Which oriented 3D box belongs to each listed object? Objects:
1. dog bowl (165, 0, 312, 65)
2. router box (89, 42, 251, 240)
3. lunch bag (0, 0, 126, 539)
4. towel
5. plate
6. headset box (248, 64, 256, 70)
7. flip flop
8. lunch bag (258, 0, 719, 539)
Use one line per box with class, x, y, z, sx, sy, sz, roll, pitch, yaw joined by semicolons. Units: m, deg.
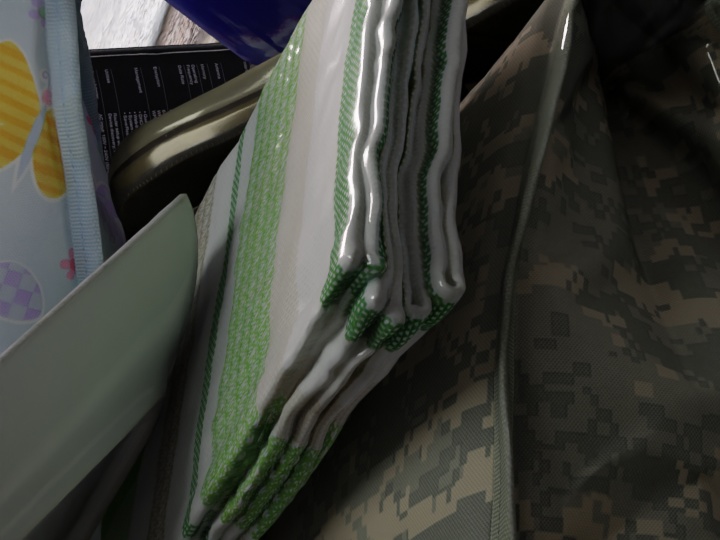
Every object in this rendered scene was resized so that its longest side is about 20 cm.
dog bowl;-0.002;-0.164;0.934;0.200;0.079;0.200;-45;19;20
router box;-0.113;-0.031;1.132;0.200;0.149;0.063;-25;74;61
lunch bag;-0.152;-0.003;0.878;0.127;0.168;0.201;-105;8;-59
towel;-0.022;0.011;0.745;0.200;0.031;0.150;122;162;-45
plate;-0.116;0.097;0.743;0.200;0.032;0.200;-48;-7;-50
headset box;0.000;0.000;0.941;0.149;0.077;0.201;5;75;69
flip flop;0.021;-0.061;0.833;0.199;0.081;0.058;-21;52;15
lunch bag;0.042;0.036;0.746;0.164;0.117;0.201;-45;35;50
